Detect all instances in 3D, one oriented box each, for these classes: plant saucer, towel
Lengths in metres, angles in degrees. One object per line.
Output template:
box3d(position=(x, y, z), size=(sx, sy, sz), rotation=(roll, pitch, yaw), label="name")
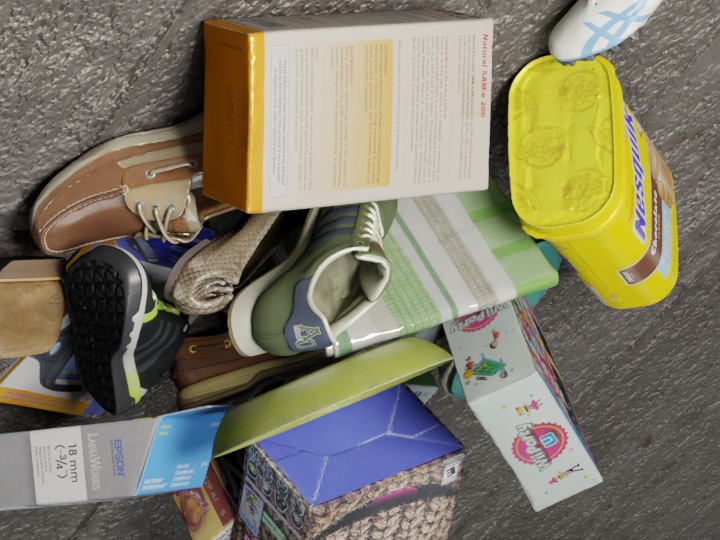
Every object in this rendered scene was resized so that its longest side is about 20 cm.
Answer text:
box3d(position=(-0.026, 0.092, 1.564), size=(0.200, 0.031, 0.200), rotation=(-23, 175, -2), label="plant saucer")
box3d(position=(0.034, -0.012, 1.594), size=(0.200, 0.149, 0.031), rotation=(-16, 146, -21), label="towel")

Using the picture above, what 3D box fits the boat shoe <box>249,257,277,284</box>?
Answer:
box3d(position=(0.000, 0.000, 1.639), size=(0.200, 0.075, 0.068), rotation=(-22, 143, -20), label="boat shoe")

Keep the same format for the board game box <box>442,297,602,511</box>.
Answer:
box3d(position=(0.118, 0.073, 1.661), size=(0.064, 0.200, 0.148), rotation=(-26, 131, 9), label="board game box")

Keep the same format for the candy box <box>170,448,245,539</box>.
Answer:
box3d(position=(-0.086, 0.203, 1.839), size=(0.056, 0.117, 0.200), rotation=(-43, 145, 19), label="candy box")

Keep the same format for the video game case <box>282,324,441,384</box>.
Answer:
box3d(position=(0.015, 0.029, 1.762), size=(0.143, 0.017, 0.200), rotation=(-13, 145, -23), label="video game case")

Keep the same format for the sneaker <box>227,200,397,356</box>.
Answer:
box3d(position=(-0.007, -0.004, 1.492), size=(0.200, 0.090, 0.067), rotation=(-49, 126, -39), label="sneaker")

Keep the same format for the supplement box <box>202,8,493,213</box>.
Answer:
box3d(position=(-0.008, -0.115, 1.437), size=(0.200, 0.074, 0.126), rotation=(-6, 106, -30), label="supplement box")

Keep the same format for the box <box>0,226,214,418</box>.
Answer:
box3d(position=(-0.194, 0.035, 1.590), size=(0.200, 0.041, 0.119), rotation=(-43, 145, 26), label="box")

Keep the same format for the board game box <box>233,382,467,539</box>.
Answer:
box3d(position=(-0.014, 0.217, 1.735), size=(0.159, 0.097, 0.200), rotation=(-19, 136, -30), label="board game box")

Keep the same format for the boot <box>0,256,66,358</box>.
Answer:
box3d(position=(-0.299, 0.030, 1.451), size=(0.200, 0.074, 0.076), rotation=(-2, 95, -34), label="boot")

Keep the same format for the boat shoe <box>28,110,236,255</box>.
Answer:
box3d(position=(-0.140, -0.057, 1.468), size=(0.200, 0.072, 0.076), rotation=(-25, 148, -6), label="boat shoe")

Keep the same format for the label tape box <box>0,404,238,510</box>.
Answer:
box3d(position=(-0.185, 0.149, 1.625), size=(0.200, 0.063, 0.144), rotation=(-8, 174, 16), label="label tape box")

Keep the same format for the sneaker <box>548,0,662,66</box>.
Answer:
box3d(position=(0.207, -0.228, 1.512), size=(0.072, 0.072, 0.200), rotation=(38, 122, -19), label="sneaker")

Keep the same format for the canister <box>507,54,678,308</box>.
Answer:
box3d(position=(0.191, -0.067, 1.643), size=(0.087, 0.149, 0.200), rotation=(-9, 156, 21), label="canister")

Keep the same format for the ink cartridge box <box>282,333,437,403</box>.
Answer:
box3d(position=(-0.005, 0.107, 1.783), size=(0.104, 0.059, 0.200), rotation=(8, 133, -42), label="ink cartridge box")

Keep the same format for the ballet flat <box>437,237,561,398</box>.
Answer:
box3d(position=(0.112, 0.026, 1.795), size=(0.067, 0.062, 0.200), rotation=(9, 127, -28), label="ballet flat")

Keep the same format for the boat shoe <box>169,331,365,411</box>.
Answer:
box3d(position=(-0.063, 0.055, 1.677), size=(0.200, 0.068, 0.072), rotation=(-19, 171, -3), label="boat shoe")

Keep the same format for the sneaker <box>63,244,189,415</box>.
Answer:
box3d(position=(-0.168, 0.030, 1.519), size=(0.083, 0.072, 0.200), rotation=(-35, 161, -26), label="sneaker")

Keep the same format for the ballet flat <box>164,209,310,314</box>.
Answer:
box3d(position=(-0.068, -0.027, 1.517), size=(0.200, 0.046, 0.067), rotation=(-42, 154, -41), label="ballet flat")
